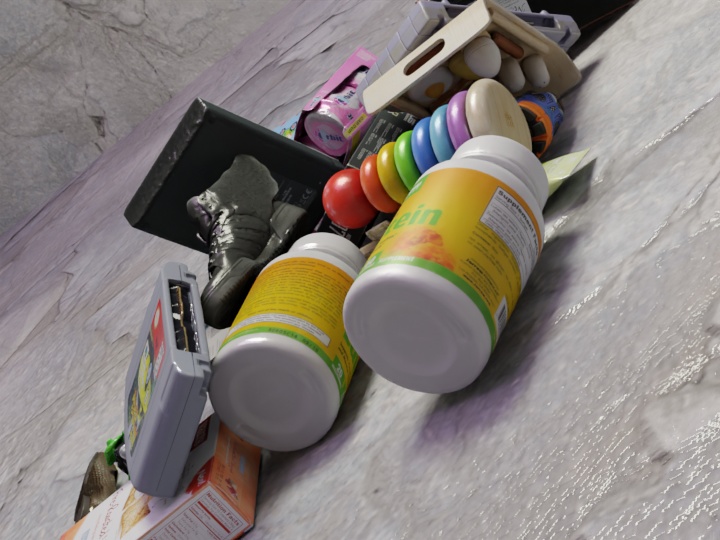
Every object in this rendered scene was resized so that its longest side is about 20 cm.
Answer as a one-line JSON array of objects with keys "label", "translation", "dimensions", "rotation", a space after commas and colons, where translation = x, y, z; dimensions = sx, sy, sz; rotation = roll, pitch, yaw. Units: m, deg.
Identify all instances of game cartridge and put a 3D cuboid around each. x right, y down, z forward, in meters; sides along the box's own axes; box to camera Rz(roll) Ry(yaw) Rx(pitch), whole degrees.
[{"label": "game cartridge", "translation": [0.103, -0.202, 1.482], "dimensions": [0.199, 0.039, 0.130], "rotation": [-2, -31, -38]}, {"label": "game cartridge", "translation": [-0.164, 0.094, 1.280], "dimensions": [0.200, 0.041, 0.134], "rotation": [-111, 34, -62]}]

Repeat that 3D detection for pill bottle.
[{"label": "pill bottle", "translation": [-0.051, 0.052, 1.317], "dimensions": [0.111, 0.111, 0.200], "rotation": [-33, 18, 30]}, {"label": "pill bottle", "translation": [0.074, -0.013, 1.159], "dimensions": [0.111, 0.111, 0.200], "rotation": [-28, 21, 42]}]

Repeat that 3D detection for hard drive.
[{"label": "hard drive", "translation": [-0.120, -0.077, 1.528], "dimensions": [0.140, 0.199, 0.033], "rotation": [-55, 46, 14]}]

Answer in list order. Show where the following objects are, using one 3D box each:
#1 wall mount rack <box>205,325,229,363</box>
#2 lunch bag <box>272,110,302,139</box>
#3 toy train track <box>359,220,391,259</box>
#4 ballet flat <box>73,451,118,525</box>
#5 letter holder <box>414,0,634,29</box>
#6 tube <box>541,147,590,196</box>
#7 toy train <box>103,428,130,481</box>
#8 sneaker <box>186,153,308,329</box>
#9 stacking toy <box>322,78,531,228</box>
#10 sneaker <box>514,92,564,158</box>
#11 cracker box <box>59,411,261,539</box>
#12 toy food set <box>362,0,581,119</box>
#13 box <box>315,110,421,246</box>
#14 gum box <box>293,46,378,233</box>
[{"label": "wall mount rack", "translation": [-0.142, 0.112, 1.468], "dimensions": [0.173, 0.075, 0.200], "rotation": [-38, 15, 7]}, {"label": "lunch bag", "translation": [-0.089, -0.084, 1.850], "dimensions": [0.150, 0.094, 0.201], "rotation": [-26, 35, 42]}, {"label": "toy train track", "translation": [0.000, 0.000, 1.436], "dimensions": [0.199, 0.033, 0.115], "rotation": [-30, -12, 11]}, {"label": "ballet flat", "translation": [-0.249, 0.225, 1.486], "dimensions": [0.200, 0.046, 0.068], "rotation": [-143, 69, -79]}, {"label": "letter holder", "translation": [0.163, -0.285, 1.620], "dimensions": [0.199, 0.101, 0.142], "rotation": [-28, 13, -4]}, {"label": "tube", "translation": [0.108, -0.050, 1.324], "dimensions": [0.199, 0.052, 0.058], "rotation": [-28, 50, 31]}, {"label": "toy train", "translation": [-0.207, 0.165, 1.429], "dimensions": [0.056, 0.042, 0.200], "rotation": [-48, -1, -14]}, {"label": "sneaker", "translation": [-0.121, -0.029, 1.398], "dimensions": [0.200, 0.104, 0.060], "rotation": [-51, -20, -44]}, {"label": "stacking toy", "translation": [0.049, -0.094, 1.358], "dimensions": [0.199, 0.086, 0.086], "rotation": [-23, 24, 31]}, {"label": "sneaker", "translation": [0.118, -0.109, 1.438], "dimensions": [0.199, 0.076, 0.078], "rotation": [-22, 10, 46]}, {"label": "cracker box", "translation": [-0.175, 0.218, 1.287], "dimensions": [0.200, 0.058, 0.134], "rotation": [-38, 17, 13]}, {"label": "toy food set", "translation": [0.109, -0.169, 1.439], "dimensions": [0.143, 0.061, 0.200], "rotation": [-37, -27, 22]}, {"label": "box", "translation": [0.007, -0.087, 1.539], "dimensions": [0.161, 0.043, 0.200], "rotation": [-63, -1, 38]}, {"label": "gum box", "translation": [-0.021, -0.138, 1.665], "dimensions": [0.114, 0.066, 0.200], "rotation": [-50, -11, -33]}]
